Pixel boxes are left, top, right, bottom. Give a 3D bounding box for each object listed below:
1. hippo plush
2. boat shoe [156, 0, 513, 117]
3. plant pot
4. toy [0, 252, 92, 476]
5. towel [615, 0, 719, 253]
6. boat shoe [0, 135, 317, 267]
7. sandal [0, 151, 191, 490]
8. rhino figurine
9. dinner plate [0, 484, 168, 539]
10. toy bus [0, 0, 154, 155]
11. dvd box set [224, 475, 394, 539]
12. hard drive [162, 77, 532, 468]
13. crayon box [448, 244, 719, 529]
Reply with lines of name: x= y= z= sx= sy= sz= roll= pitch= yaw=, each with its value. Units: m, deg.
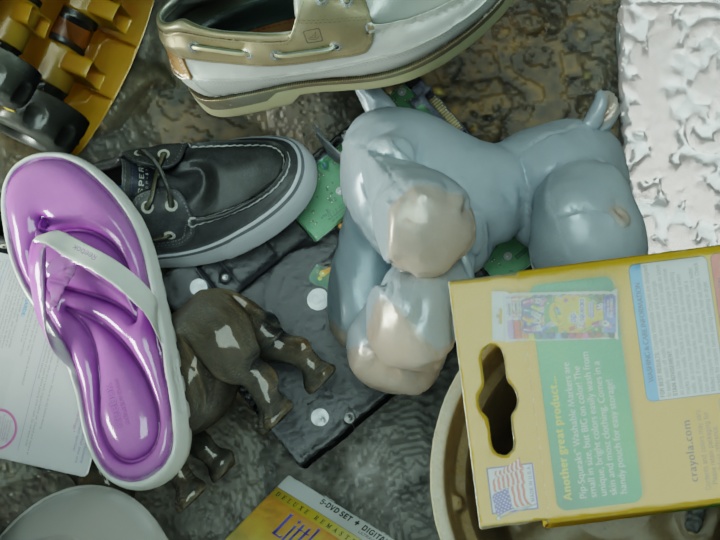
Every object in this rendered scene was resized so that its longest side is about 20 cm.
hippo plush: x=0.070 y=-0.020 z=1.298 sx=0.161 sy=0.159 sz=0.200 roll=-1 pitch=38 yaw=-14
boat shoe: x=-0.015 y=-0.139 z=1.251 sx=0.200 sy=0.068 sz=0.075 roll=-18 pitch=49 yaw=20
plant pot: x=0.140 y=0.117 z=1.267 sx=0.200 sy=0.183 sz=0.200 roll=-1 pitch=80 yaw=3
toy: x=-0.226 y=0.046 z=1.355 sx=0.200 sy=0.047 sz=0.115 roll=11 pitch=81 yaw=17
towel: x=0.245 y=-0.063 z=1.367 sx=0.191 sy=0.032 sz=0.200 roll=0 pitch=81 yaw=4
boat shoe: x=-0.126 y=-0.042 z=1.341 sx=0.200 sy=0.066 sz=0.070 roll=-10 pitch=65 yaw=18
sandal: x=-0.145 y=0.021 z=1.282 sx=0.082 sy=0.050 sz=0.203 roll=-30 pitch=74 yaw=16
rhino figurine: x=-0.112 y=0.088 z=1.330 sx=0.200 sy=0.060 sz=0.087 roll=-43 pitch=87 yaw=22
dinner plate: x=-0.172 y=0.213 z=1.287 sx=0.200 sy=0.024 sz=0.200 roll=-20 pitch=59 yaw=37
toy bus: x=-0.229 y=-0.171 z=1.330 sx=0.192 sy=0.200 sz=0.136 roll=24 pitch=82 yaw=14
dvd box set: x=-0.060 y=0.213 z=1.278 sx=0.200 sy=0.029 sz=0.146 roll=-44 pitch=40 yaw=-16
hard drive: x=0.000 y=0.000 z=1.367 sx=0.200 sy=0.038 sz=0.140 roll=-40 pitch=81 yaw=-3
crayon box: x=0.150 y=0.056 z=1.158 sx=0.200 sy=0.052 sz=0.126 roll=-7 pitch=81 yaw=1
